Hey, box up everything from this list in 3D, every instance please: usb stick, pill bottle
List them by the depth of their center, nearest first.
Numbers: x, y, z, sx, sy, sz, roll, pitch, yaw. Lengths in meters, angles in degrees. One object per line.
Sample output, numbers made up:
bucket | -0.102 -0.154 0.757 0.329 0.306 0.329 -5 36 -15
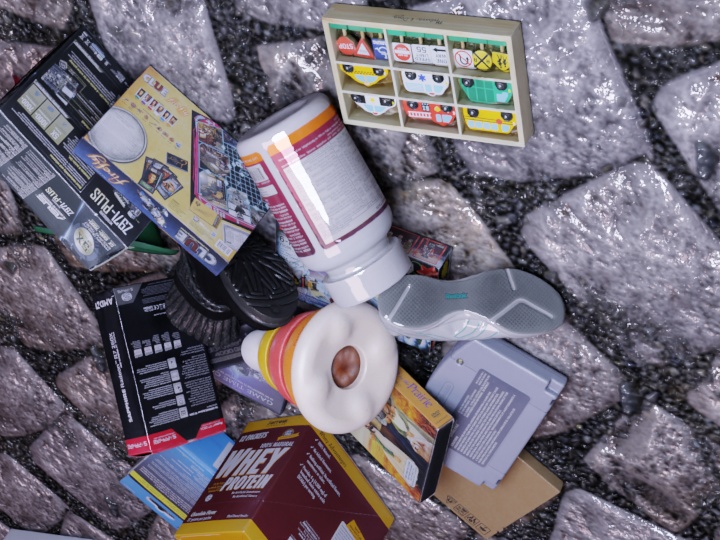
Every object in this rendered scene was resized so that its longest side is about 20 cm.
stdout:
pill bottle | -0.034 -0.070 1.531 0.109 0.110 0.201 -17 109 44
usb stick | -0.163 0.092 1.840 0.199 0.033 0.056 -16 110 44

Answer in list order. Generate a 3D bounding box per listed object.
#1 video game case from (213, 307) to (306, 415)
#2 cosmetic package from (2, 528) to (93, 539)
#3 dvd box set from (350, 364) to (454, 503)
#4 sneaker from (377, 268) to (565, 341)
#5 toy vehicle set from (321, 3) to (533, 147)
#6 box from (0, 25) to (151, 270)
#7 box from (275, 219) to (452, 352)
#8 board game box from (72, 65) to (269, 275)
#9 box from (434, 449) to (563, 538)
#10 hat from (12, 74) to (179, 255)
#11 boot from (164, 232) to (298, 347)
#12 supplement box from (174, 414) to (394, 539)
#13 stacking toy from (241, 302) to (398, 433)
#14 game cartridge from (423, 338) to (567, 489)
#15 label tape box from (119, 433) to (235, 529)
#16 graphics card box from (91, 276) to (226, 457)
video game case | -0.141 0.087 1.859 0.142 0.019 0.201 28 141 9
cosmetic package | -0.498 0.544 2.481 0.198 0.123 0.201 0 131 35
dvd box set | 0.023 0.157 1.745 0.200 0.029 0.147 44 145 27
sneaker | 0.115 0.040 1.573 0.198 0.071 0.080 2 161 -2
toy vehicle set | 0.065 -0.187 1.434 0.198 0.027 0.125 10 135 27
box | -0.298 -0.133 1.634 0.086 0.164 0.200 -24 115 45
box | 0.000 0.000 1.656 0.198 0.040 0.138 21 138 17
board game box | -0.190 -0.108 1.606 0.200 0.136 0.035 41 140 -7
box | 0.125 0.229 1.809 0.200 0.021 0.163 41 137 -5
hat | -0.293 -0.120 1.753 0.165 0.178 0.199 7 177 42
boot | -0.148 0.036 1.706 0.211 0.079 0.159 51 139 38
supplement box | -0.094 0.327 1.921 0.132 0.201 0.198 -12 122 42
stacking toy | -0.066 0.095 1.691 0.199 0.146 0.147 11 138 51
game cartridge | 0.136 0.154 1.701 0.133 0.042 0.201 33 133 7
label tape box | -0.234 0.288 2.090 0.143 0.066 0.200 41 143 -7
graphics card box | -0.241 0.112 1.804 0.051 0.125 0.202 -14 89 44
